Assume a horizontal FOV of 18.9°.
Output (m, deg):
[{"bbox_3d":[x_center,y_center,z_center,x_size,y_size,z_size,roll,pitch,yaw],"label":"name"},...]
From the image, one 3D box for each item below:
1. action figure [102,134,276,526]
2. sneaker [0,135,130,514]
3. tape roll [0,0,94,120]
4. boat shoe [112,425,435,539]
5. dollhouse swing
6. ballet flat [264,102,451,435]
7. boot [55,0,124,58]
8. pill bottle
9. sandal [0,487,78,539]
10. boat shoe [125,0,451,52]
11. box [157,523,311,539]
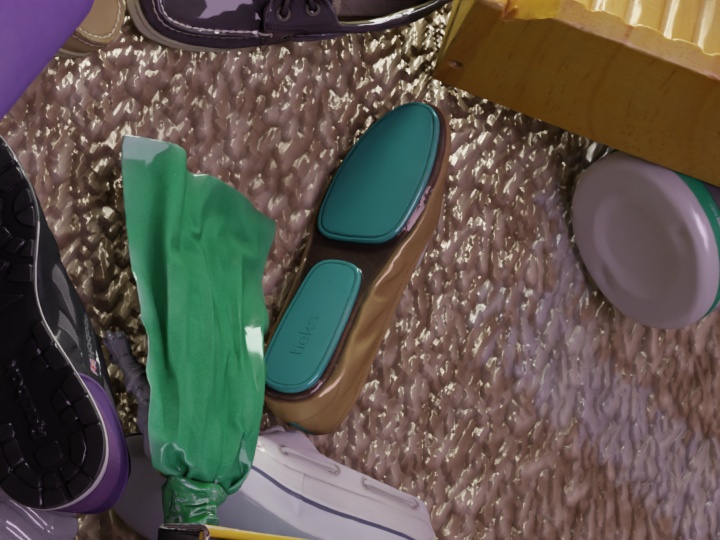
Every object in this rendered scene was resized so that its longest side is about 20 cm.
[{"bbox_3d":[-0.086,0.043,1.085,0.118,0.055,0.201,27,49,-41],"label":"action figure"},{"bbox_3d":[-0.169,0.028,1.064,0.075,0.088,0.201,-21,75,7],"label":"sneaker"},{"bbox_3d":[-0.220,-0.149,0.951,0.200,0.200,0.085,47,65,-24],"label":"tape roll"},{"bbox_3d":[-0.045,0.119,1.151,0.199,0.071,0.070,21,42,-21],"label":"boat shoe"},{"bbox_3d":[0.167,-0.164,1.207,0.199,0.182,0.176,21,74,-3],"label":"dollhouse swing"},{"bbox_3d":[0.000,0.000,1.193,0.200,0.068,0.063,-62,147,-21],"label":"ballet flat"},{"bbox_3d":[-0.121,-0.178,1.022,0.200,0.154,0.072,55,35,-49],"label":"boot"},{"bbox_3d":[0.235,-0.052,1.322,0.200,0.113,0.113,-27,103,-34],"label":"pill bottle"},{"bbox_3d":[-0.184,0.170,1.056,0.082,0.050,0.203,33,56,-26],"label":"sandal"},{"bbox_3d":[-0.031,-0.158,1.167,0.199,0.065,0.072,-5,91,-35],"label":"boat shoe"},{"bbox_3d":[-0.030,0.228,1.016,0.159,0.049,0.201,14,79,-35],"label":"box"}]
